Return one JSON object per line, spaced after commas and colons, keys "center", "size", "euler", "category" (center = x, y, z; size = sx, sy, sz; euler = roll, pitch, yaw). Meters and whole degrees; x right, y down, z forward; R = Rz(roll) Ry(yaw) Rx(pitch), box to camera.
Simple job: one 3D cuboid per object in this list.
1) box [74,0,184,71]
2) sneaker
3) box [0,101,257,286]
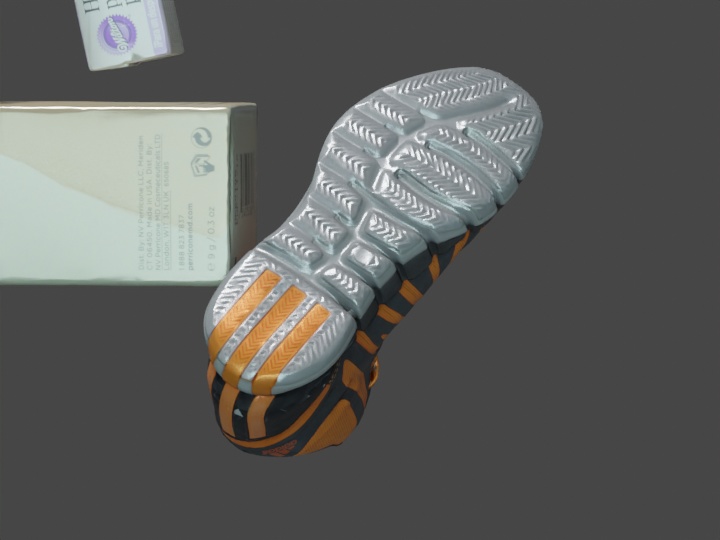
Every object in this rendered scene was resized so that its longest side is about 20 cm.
{"center": [-0.118, -0.188, 1.065], "size": [0.039, 0.041, 0.200], "euler": [-11, 96, 7], "category": "box"}
{"center": [0.000, 0.000, 1.059], "size": [0.078, 0.112, 0.200], "euler": [39, 64, 17], "category": "sneaker"}
{"center": [-0.148, -0.035, 1.057], "size": [0.200, 0.095, 0.078], "euler": [1, 95, 4], "category": "box"}
